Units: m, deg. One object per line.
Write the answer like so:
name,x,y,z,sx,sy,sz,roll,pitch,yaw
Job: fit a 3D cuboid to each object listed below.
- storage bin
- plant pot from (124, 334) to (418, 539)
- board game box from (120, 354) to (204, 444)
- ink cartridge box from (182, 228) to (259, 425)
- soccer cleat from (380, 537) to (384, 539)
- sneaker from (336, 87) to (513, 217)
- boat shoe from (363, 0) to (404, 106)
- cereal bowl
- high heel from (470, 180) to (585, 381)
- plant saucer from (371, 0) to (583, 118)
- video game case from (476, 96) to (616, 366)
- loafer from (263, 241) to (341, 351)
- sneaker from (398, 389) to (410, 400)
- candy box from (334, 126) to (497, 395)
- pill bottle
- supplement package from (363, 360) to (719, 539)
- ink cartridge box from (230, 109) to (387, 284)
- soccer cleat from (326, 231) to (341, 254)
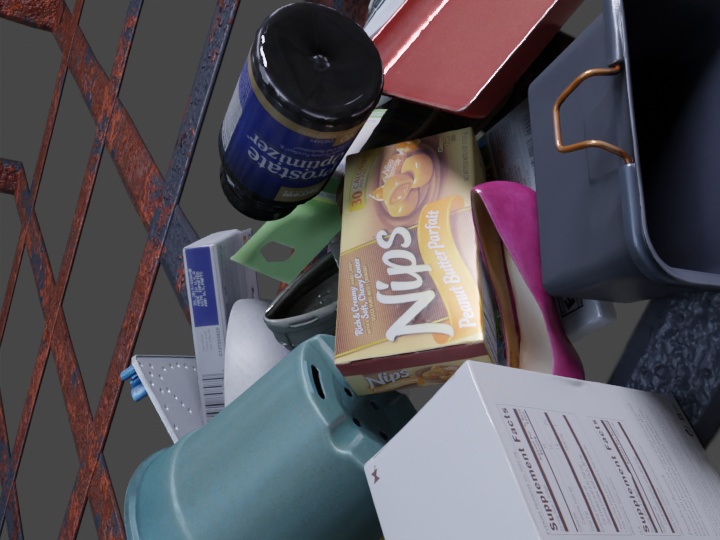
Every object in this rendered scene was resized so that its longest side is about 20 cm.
storage bin,0.173,-0.072,0.569,0.134,0.142,0.205,147,125,-61
plant pot,-0.054,0.172,0.713,0.196,0.198,0.202,-43,46,21
board game box,-0.160,0.184,0.931,0.026,0.200,0.202,-33,79,6
ink cartridge box,-0.146,0.060,0.979,0.200,0.039,0.205,-60,-36,-82
soccer cleat,0.042,0.223,0.783,0.198,0.064,0.085,-14,101,51
sneaker,0.053,-0.132,0.804,0.200,0.067,0.091,-43,31,21
boat shoe,0.042,-0.257,0.880,0.202,0.071,0.071,-55,32,19
cereal bowl,-0.084,0.129,0.920,0.200,0.081,0.206,-4,-90,-86
high heel,0.111,0.040,0.627,0.067,0.094,0.206,4,87,56
plant saucer,0.097,-0.207,0.730,0.201,0.037,0.199,-49,34,-8
video game case,0.119,-0.019,0.735,0.181,0.022,0.205,-38,53,48
loafer,0.000,0.000,0.777,0.199,0.070,0.070,-41,50,8
sneaker,0.011,0.079,0.812,0.074,0.098,0.205,18,97,59
candy box,0.044,-0.011,0.691,0.113,0.056,0.204,-11,55,18
pill bottle,-0.062,-0.125,0.761,0.200,0.109,0.115,130,138,-59
supplement package,0.119,0.142,0.527,0.114,0.197,0.111,-50,44,33
ink cartridge box,-0.045,-0.083,0.886,0.200,0.048,0.145,-44,29,-17
soccer cleat,-0.018,0.016,0.887,0.076,0.065,0.204,163,126,-74
